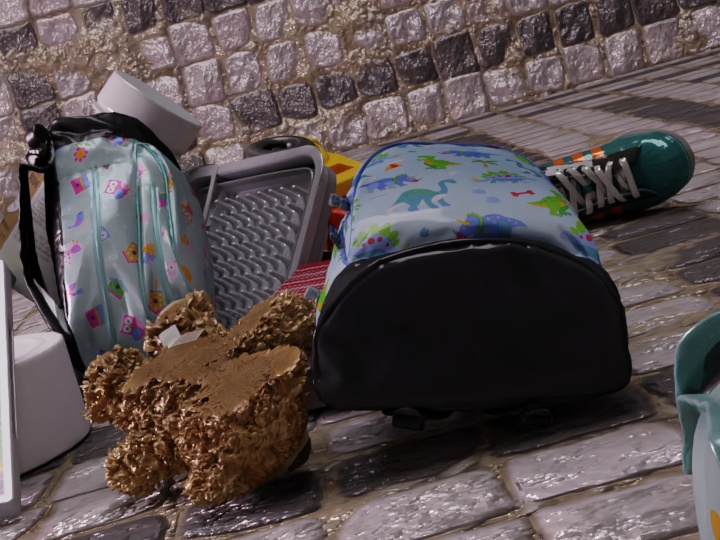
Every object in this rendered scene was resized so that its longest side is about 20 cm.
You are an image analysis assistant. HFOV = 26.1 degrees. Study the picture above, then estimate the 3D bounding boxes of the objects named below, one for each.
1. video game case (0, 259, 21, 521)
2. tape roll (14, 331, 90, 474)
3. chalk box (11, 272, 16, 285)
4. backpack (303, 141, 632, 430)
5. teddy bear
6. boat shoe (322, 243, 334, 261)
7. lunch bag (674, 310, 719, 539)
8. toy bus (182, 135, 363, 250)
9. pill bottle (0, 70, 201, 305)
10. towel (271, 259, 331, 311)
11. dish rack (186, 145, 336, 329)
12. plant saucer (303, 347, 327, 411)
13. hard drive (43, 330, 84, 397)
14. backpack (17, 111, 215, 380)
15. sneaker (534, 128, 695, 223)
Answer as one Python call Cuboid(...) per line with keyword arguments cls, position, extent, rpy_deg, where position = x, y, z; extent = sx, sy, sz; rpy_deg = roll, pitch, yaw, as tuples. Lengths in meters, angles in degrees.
Cuboid(cls="video game case", position=(-0.282, 0.082, 0.948), extent=(0.143, 0.018, 0.200), rpy_deg=(-13, 46, -2))
Cuboid(cls="tape roll", position=(-0.291, 0.105, 1.061), extent=(0.202, 0.071, 0.202), rpy_deg=(-15, 9, 2))
Cuboid(cls="chalk box", position=(-0.379, 0.012, 1.270), extent=(0.200, 0.124, 0.124), rpy_deg=(-3, 42, 48))
Cuboid(cls="backpack", position=(0.052, 0.002, 0.852), extent=(0.163, 0.154, 0.200), rpy_deg=(-3, 1, 2))
Cuboid(cls="teddy bear", position=(-0.084, 0.070, 0.855), extent=(0.200, 0.067, 0.145), rpy_deg=(0, 39, 47))
Cuboid(cls="boat shoe", position=(0.000, 0.000, 1.212), extent=(0.072, 0.072, 0.200), rpy_deg=(-23, 11, -40))
Cuboid(cls="lunch bag", position=(0.171, 0.052, 0.395), extent=(0.170, 0.122, 0.200), rpy_deg=(-17, 0, 9))
Cuboid(cls="toy bus", position=(-0.054, -0.032, 1.409), extent=(0.192, 0.136, 0.200), rpy_deg=(15, 30, 43))
Cuboid(cls="pill bottle", position=(-0.228, -0.067, 1.345), extent=(0.200, 0.114, 0.114), rpy_deg=(-56, 5, 7))
Cuboid(cls="towel", position=(0.006, 0.014, 1.058), extent=(0.145, 0.022, 0.200), rpy_deg=(-11, 11, 13))
Cuboid(cls="dish rack", position=(-0.095, -0.007, 1.251), extent=(0.044, 0.172, 0.200), rpy_deg=(28, -22, -35))
Cuboid(cls="plant saucer", position=(-0.020, 0.056, 1.016), extent=(0.200, 0.035, 0.200), rpy_deg=(-14, 9, 2))
Cuboid(cls="hard drive", position=(-0.271, 0.084, 1.280), extent=(0.140, 0.038, 0.200), rpy_deg=(-15, 7, 4))
Cuboid(cls="backpack", position=(-0.177, -0.007, 1.183), extent=(0.127, 0.200, 0.167), rpy_deg=(-17, -34, 9))
Cuboid(cls="sneaker", position=(0.194, -0.069, 1.353), extent=(0.200, 0.071, 0.080), rpy_deg=(-15, 11, 43))
